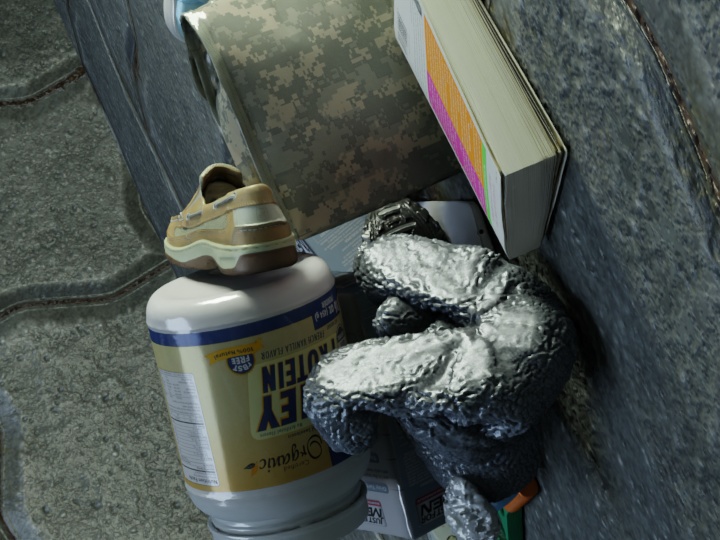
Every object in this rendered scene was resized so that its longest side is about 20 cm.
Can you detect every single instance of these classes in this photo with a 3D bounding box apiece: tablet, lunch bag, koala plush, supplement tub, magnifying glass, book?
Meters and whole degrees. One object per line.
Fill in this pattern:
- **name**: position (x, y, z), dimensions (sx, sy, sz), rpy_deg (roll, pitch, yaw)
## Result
- **tablet**: position (0.085, 0.004, 1.505), dimensions (0.200, 0.014, 0.131), rpy_deg (-172, 61, -77)
- **lunch bag**: position (-0.032, -0.138, 1.401), dimensions (0.201, 0.163, 0.118), rpy_deg (68, 168, -6)
- **koala plush**: position (0.082, 0.101, 1.336), dimensions (0.201, 0.182, 0.178), rpy_deg (70, -147, -44)
- **supplement tub**: position (-0.072, 0.100, 1.363), dimensions (0.144, 0.143, 0.202), rpy_deg (-150, 46, -72)
- **magnifying glass**: position (0.133, 0.210, 1.649), dimensions (0.200, 0.022, 0.080), rpy_deg (103, 144, -74)
- **book**: position (0.073, -0.122, 1.257), dimensions (0.134, 0.048, 0.201), rpy_deg (88, 159, -65)

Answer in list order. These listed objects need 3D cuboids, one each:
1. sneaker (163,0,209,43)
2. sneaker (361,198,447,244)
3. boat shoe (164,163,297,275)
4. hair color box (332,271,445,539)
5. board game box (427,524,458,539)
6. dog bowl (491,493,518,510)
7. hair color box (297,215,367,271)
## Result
- **sneaker**: position (-0.096, -0.259, 1.498), dimensions (0.201, 0.074, 0.082), rpy_deg (-58, 40, 26)
- **sneaker**: position (0.054, 0.036, 1.497), dimensions (0.079, 0.074, 0.201), rpy_deg (94, 153, -76)
- **boat shoe**: position (-0.099, -0.043, 1.358), dimensions (0.200, 0.071, 0.077), rpy_deg (5, 107, 64)
- **hair color box**: position (0.009, 0.105, 1.447), dimensions (0.099, 0.060, 0.202), rpy_deg (0, 107, 51)
- **board game box**: position (0.137, 0.336, 1.746), dimensions (0.200, 0.064, 0.148), rpy_deg (-131, 23, -55)
- **dog bowl**: position (0.078, 0.146, 1.573), dimensions (0.050, 0.111, 0.200), rpy_deg (59, 175, -29)
- **hair color box**: position (0.000, 0.000, 1.587), dimensions (0.200, 0.061, 0.099), rpy_deg (51, 172, -1)
